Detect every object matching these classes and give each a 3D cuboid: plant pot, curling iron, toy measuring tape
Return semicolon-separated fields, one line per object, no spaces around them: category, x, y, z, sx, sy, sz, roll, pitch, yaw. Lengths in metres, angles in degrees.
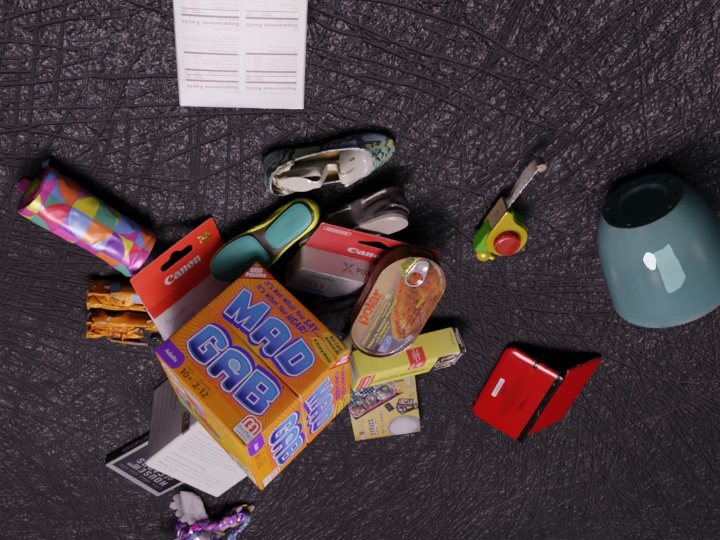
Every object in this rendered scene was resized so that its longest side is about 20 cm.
plant pot;0.447;-0.045;1.271;0.198;0.202;0.162;-24;120;16
curling iron;-0.055;0.067;1.376;0.197;0.050;0.026;-16;114;36
toy measuring tape;0.240;-0.084;1.289;0.072;0.074;0.201;17;129;-21

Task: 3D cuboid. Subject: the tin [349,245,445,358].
tin;0.053;0.049;1.297;0.110;0.042;0.202;13;124;-25

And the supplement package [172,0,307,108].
supplement package;-0.136;-0.314;0.972;0.147;0.153;0.202;0;133;-7

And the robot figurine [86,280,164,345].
robot figurine;-0.342;0.074;1.376;0.196;0.059;0.147;7;133;-12

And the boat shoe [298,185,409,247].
boat shoe;-0.010;-0.075;1.274;0.197;0.058;0.066;-15;152;35

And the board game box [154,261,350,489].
board game box;-0.151;0.159;1.262;0.199;0.199;0.201;-42;159;-20

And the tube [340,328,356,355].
tube;0.023;0.088;1.397;0.058;0.052;0.200;-31;169;-36

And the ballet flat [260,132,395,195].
ballet flat;-0.044;-0.143;1.202;0.196;0.075;0.075;-12;134;4

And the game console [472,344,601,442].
game console;0.333;0.219;1.617;0.170;0.119;0.202;29;131;10

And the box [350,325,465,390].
box;0.077;0.151;1.455;0.196;0.051;0.076;-11;157;-18

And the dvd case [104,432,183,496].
dvd case;-0.381;0.370;1.673;0.198;0.025;0.150;-30;128;20

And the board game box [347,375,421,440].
board game box;0.041;0.239;1.590;0.133;0.035;0.202;-8;133;1

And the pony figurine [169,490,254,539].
pony figurine;-0.336;0.555;1.785;0.199;0.168;0.192;-36;159;21

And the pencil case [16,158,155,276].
pencil case;-0.394;-0.071;1.223;0.088;0.089;0.199;-37;124;26

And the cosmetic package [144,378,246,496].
cosmetic package;-0.248;0.257;1.485;0.164;0.167;0.199;34;121;-32

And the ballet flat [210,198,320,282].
ballet flat;-0.139;-0.046;1.284;0.198;0.067;0.067;-33;98;19

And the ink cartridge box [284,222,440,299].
ink cartridge box;0.000;0.000;1.311;0.196;0.046;0.176;13;156;-18

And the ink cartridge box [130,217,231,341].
ink cartridge box;-0.245;0.044;1.310;0.160;0.047;0.202;-40;138;-21
